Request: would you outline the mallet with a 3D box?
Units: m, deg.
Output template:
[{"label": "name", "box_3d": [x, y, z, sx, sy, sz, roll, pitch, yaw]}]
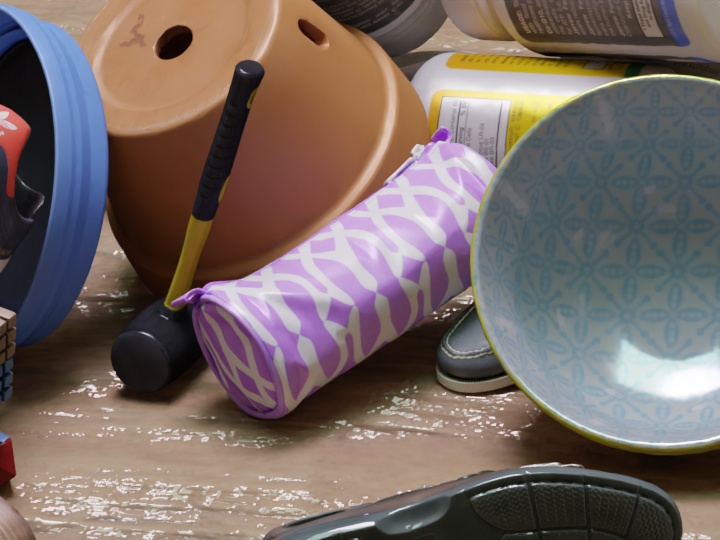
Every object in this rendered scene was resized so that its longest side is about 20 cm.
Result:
[{"label": "mallet", "box_3d": [-0.091, -0.020, 1.384, 0.041, 0.200, 0.066, 26, 38, 12]}]

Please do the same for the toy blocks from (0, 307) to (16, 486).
[{"label": "toy blocks", "box_3d": [-0.237, 0.035, 1.305, 0.137, 0.200, 0.100, 20, 34, 21]}]

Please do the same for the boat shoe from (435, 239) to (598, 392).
[{"label": "boat shoe", "box_3d": [0.113, -0.008, 1.432, 0.200, 0.062, 0.073, -37, 38, -22]}]

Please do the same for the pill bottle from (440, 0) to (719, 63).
[{"label": "pill bottle", "box_3d": [0.149, -0.183, 1.545, 0.200, 0.114, 0.114, 7, 25, 42]}]

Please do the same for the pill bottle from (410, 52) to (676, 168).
[{"label": "pill bottle", "box_3d": [0.090, -0.075, 1.567, 0.200, 0.113, 0.113, 4, 26, 18]}]

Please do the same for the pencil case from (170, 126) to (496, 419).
[{"label": "pencil case", "box_3d": [0.000, 0.000, 1.407, 0.200, 0.086, 0.084, -35, 7, -29]}]

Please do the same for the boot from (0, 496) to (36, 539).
[{"label": "boot", "box_3d": [-0.269, 0.139, 1.218, 0.200, 0.077, 0.155, 25, 41, 36]}]

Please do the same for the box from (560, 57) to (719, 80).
[{"label": "box", "box_3d": [0.265, -0.143, 1.664, 0.200, 0.131, 0.199, -24, 31, -36]}]

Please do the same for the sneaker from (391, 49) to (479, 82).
[{"label": "sneaker", "box_3d": [0.007, -0.123, 1.685, 0.200, 0.075, 0.082, -8, 41, -40]}]

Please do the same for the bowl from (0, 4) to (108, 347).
[{"label": "bowl", "box_3d": [-0.205, -0.050, 1.469, 0.039, 0.201, 0.201, 4, 16, -35]}]

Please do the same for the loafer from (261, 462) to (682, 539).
[{"label": "loafer", "box_3d": [0.046, 0.121, 1.198, 0.200, 0.072, 0.063, -9, 19, -5]}]

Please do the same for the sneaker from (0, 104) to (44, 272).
[{"label": "sneaker", "box_3d": [-0.213, -0.011, 1.386, 0.075, 0.200, 0.085, 40, 53, 13]}]

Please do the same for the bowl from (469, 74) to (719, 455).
[{"label": "bowl", "box_3d": [0.163, 0.008, 1.347, 0.200, 0.200, 0.108, 1, -16, 11]}]

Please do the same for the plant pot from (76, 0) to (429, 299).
[{"label": "plant pot", "box_3d": [-0.077, -0.089, 1.491, 0.200, 0.140, 0.200, -16, 50, 19]}]

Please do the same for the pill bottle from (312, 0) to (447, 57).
[{"label": "pill bottle", "box_3d": [-0.018, -0.207, 1.573, 0.113, 0.113, 0.200, 9, -13, 26]}]
